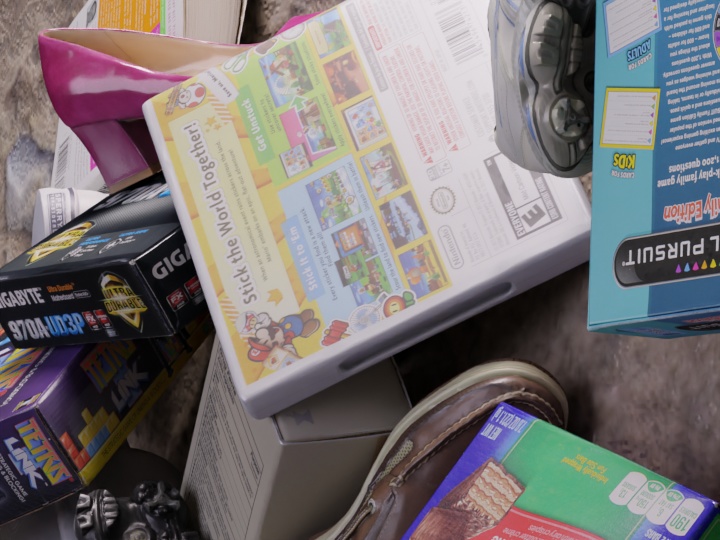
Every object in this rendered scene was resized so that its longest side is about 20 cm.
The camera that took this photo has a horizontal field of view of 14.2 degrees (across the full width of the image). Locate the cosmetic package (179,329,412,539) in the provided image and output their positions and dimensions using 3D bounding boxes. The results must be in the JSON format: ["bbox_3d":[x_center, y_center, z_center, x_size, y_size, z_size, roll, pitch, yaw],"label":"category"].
[{"bbox_3d":[-0.037,0.108,1.417,0.200,0.071,0.105,107,151,-46],"label":"cosmetic package"}]

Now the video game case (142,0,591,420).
[{"bbox_3d":[0.002,-0.046,1.361,0.181,0.023,0.200,-26,51,6],"label":"video game case"}]

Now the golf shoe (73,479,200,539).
[{"bbox_3d":[-0.100,0.204,1.416,0.095,0.077,0.201,100,166,-50],"label":"golf shoe"}]

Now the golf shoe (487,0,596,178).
[{"bbox_3d":[0.080,-0.139,1.248,0.097,0.078,0.201,172,103,-65],"label":"golf shoe"}]

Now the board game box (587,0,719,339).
[{"bbox_3d":[0.152,-0.079,1.134,0.151,0.047,0.201,-10,76,59],"label":"board game box"}]

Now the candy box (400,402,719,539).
[{"bbox_3d":[0.062,0.170,1.187,0.200,0.077,0.169,-54,30,-8],"label":"candy box"}]

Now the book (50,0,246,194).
[{"bbox_3d":[-0.127,-0.120,1.676,0.200,0.048,0.134,-36,44,55],"label":"book"}]

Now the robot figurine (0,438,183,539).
[{"bbox_3d":[-0.133,0.178,1.578,0.170,0.113,0.200,67,180,-48],"label":"robot figurine"}]

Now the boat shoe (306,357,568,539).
[{"bbox_3d":[0.025,0.129,1.312,0.202,0.075,0.075,-50,18,25],"label":"boat shoe"}]

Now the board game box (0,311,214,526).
[{"bbox_3d":[-0.186,0.077,1.575,0.165,0.057,0.200,-26,14,27],"label":"board game box"}]

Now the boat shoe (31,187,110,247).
[{"bbox_3d":[-0.162,0.007,1.712,0.200,0.065,0.072,105,159,-60],"label":"boat shoe"}]

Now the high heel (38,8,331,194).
[{"bbox_3d":[-0.081,-0.120,1.522,0.200,0.067,0.096,-25,96,35],"label":"high heel"}]

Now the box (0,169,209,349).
[{"bbox_3d":[-0.092,-0.021,1.509,0.200,0.159,0.046,-7,116,60],"label":"box"}]
